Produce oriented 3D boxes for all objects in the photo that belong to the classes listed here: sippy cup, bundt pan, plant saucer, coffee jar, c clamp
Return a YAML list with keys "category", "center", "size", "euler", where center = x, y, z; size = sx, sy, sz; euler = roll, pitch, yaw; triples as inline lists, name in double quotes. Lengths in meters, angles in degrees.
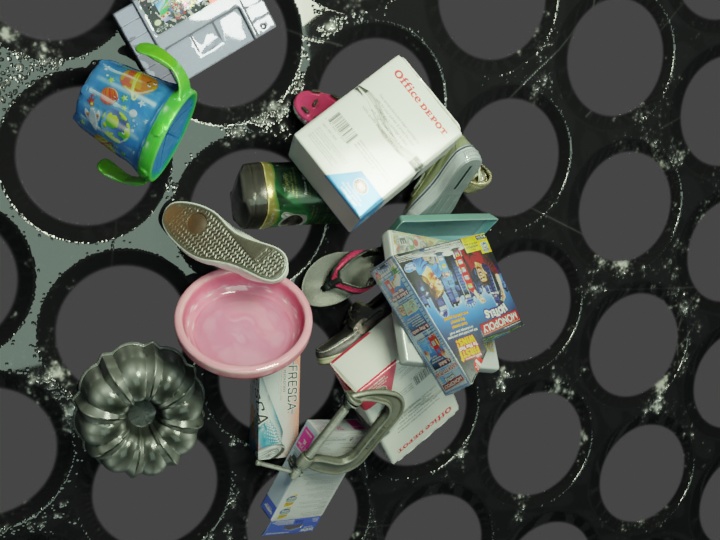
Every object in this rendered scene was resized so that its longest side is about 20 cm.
- category: "sippy cup"
  center: [-0.304, -0.209, 1.268]
  size: [0.129, 0.140, 0.180]
  euler: [27, 88, -3]
- category: "bundt pan"
  center: [-0.316, 0.210, 1.384]
  size: [0.198, 0.076, 0.207]
  euler: [-5, 103, -21]
- category: "plant saucer"
  center: [-0.167, 0.081, 1.366]
  size: [0.196, 0.202, 0.051]
  euler: [-11, 138, -18]
- category: "coffee jar"
  center: [-0.089, -0.112, 1.384]
  size: [0.196, 0.104, 0.087]
  euler: [-5, 75, -20]
- category: "c clamp"
  center: [-0.030, 0.239, 1.382]
  size: [0.169, 0.027, 0.201]
  euler: [27, 111, -40]
- category: "plant saucer"
  center: [0.122, -0.064, 1.478]
  size: [0.197, 0.070, 0.019]
  euler: [-5, 60, -36]

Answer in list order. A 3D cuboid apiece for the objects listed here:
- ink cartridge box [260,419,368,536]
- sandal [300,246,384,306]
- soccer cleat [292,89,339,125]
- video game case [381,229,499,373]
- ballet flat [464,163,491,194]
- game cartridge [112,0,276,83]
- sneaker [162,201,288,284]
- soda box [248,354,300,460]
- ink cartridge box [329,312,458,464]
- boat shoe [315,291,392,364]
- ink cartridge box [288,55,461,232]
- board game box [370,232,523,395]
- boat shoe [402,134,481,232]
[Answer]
- category: "ink cartridge box"
  center: [-0.078, 0.320, 1.475]
  size: [0.118, 0.042, 0.203]
  euler: [8, 114, -48]
- category: "sandal"
  center: [0.000, 0.000, 1.461]
  size: [0.196, 0.045, 0.077]
  euler: [-18, 94, -9]
- category: "soccer cleat"
  center: [-0.015, -0.196, 1.417]
  size: [0.197, 0.087, 0.071]
  euler: [24, 58, -3]
- category: "video game case"
  center: [0.120, 0.047, 1.414]
  size: [0.179, 0.023, 0.204]
  euler: [9, 63, -35]
- category: "ballet flat"
  center: [0.127, -0.190, 1.465]
  size: [0.198, 0.075, 0.069]
  euler: [34, 66, -23]
- category: "game cartridge"
  center: [-0.229, -0.348, 1.321]
  size: [0.198, 0.038, 0.131]
  euler: [-34, 115, -11]
- category: "sneaker"
  center: [-0.196, -0.031, 1.380]
  size: [0.197, 0.085, 0.074]
  euler: [29, 81, 3]
- category: "soda box"
  center: [-0.131, 0.181, 1.453]
  size: [0.067, 0.063, 0.205]
  euler: [-2, 101, -20]
- category: "ink cartridge box"
  center: [0.057, 0.180, 1.473]
  size: [0.144, 0.084, 0.202]
  euler: [-37, 136, -12]
- category: "boat shoe"
  center: [0.008, 0.076, 1.483]
  size: [0.198, 0.072, 0.066]
  euler: [-31, 104, -15]
- category: "ink cartridge box"
  center: [0.020, -0.176, 1.325]
  size: [0.199, 0.084, 0.145]
  euler: [-39, 87, -17]
- category: "board game box"
  center: [0.135, 0.064, 1.362]
  size: [0.197, 0.061, 0.203]
  euler: [-13, 77, -41]
- category: "boat shoe"
  center: [0.116, -0.127, 1.450]
  size: [0.071, 0.063, 0.201]
  euler: [-2, 144, -38]
